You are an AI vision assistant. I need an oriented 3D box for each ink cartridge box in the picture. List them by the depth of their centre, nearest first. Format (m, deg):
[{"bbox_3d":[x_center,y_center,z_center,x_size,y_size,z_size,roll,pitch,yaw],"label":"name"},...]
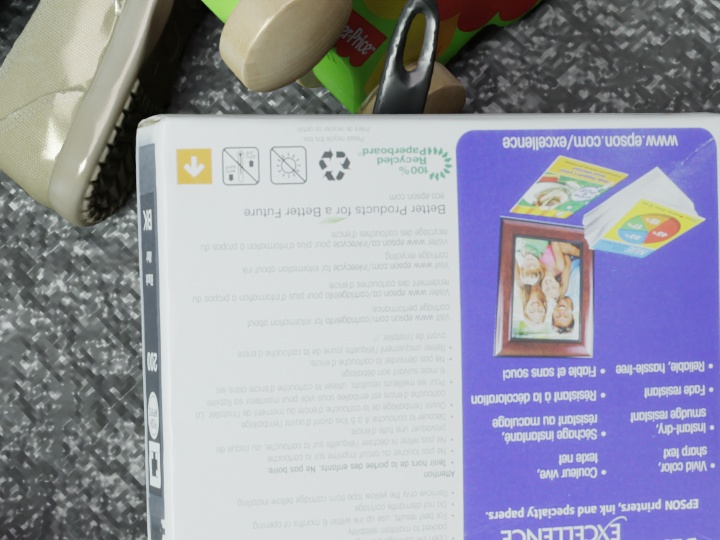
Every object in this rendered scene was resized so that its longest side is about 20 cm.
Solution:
[{"bbox_3d":[0.027,0.049,0.702,0.196,0.043,0.202,-1,89,-14],"label":"ink cartridge box"}]

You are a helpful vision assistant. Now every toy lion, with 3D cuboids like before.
[{"bbox_3d":[0.037,-0.135,0.756,0.192,0.200,0.069,-46,69,8],"label":"toy lion"}]

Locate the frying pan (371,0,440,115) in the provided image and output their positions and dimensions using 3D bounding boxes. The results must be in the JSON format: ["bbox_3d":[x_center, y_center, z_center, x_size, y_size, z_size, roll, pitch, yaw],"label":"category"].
[{"bbox_3d":[-0.016,0.005,0.742,0.114,0.031,0.192,-12,105,-7],"label":"frying pan"}]

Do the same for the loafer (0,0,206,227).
[{"bbox_3d":[-0.094,-0.118,0.821,0.068,0.076,0.201,20,73,6],"label":"loafer"}]
